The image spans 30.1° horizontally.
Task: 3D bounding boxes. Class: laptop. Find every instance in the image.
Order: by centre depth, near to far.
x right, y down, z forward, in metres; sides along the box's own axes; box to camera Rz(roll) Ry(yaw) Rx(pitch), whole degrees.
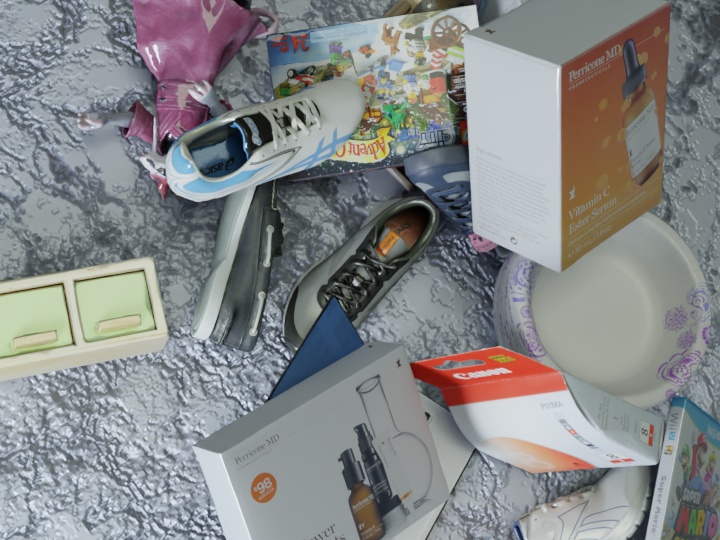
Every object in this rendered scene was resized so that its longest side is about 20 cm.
[{"bbox_3d":[0.000,0.163,1.178,0.199,0.116,0.188,33,71,-4],"label":"laptop"}]

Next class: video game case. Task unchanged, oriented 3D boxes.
[{"bbox_3d":[0.308,0.235,1.243,0.143,0.018,0.201,33,65,-45],"label":"video game case"}]

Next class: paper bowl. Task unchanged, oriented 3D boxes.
[{"bbox_3d":[0.222,0.042,1.271,0.199,0.104,0.202,4,74,-13],"label":"paper bowl"}]

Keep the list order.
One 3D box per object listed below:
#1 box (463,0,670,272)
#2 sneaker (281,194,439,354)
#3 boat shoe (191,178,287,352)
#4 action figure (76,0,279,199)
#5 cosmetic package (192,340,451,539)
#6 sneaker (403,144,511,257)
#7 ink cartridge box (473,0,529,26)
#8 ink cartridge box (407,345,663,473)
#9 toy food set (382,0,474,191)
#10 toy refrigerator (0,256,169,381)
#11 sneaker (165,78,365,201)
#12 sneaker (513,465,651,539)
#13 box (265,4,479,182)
[{"bbox_3d":[0.181,-0.129,1.163,0.152,0.201,0.106,-32,42,-31],"label":"box"},{"bbox_3d":[0.000,0.000,1.241,0.074,0.079,0.200,42,71,-2],"label":"sneaker"},{"bbox_3d":[-0.101,-0.022,1.228,0.060,0.076,0.201,21,73,-17],"label":"boat shoe"},{"bbox_3d":[-0.168,-0.166,1.250,0.133,0.149,0.202,7,91,22],"label":"action figure"},{"bbox_3d":[-0.027,0.169,1.122,0.199,0.052,0.152,-29,107,-32],"label":"cosmetic package"},{"bbox_3d":[0.107,-0.063,1.238,0.200,0.070,0.083,13,69,-56],"label":"sneaker"},{"bbox_3d":[0.185,-0.283,1.295,0.147,0.086,0.201,-6,77,-26],"label":"ink cartridge box"},{"bbox_3d":[0.140,0.126,1.165,0.199,0.162,0.051,22,68,-32],"label":"ink cartridge box"},{"bbox_3d":[0.059,-0.192,1.315,0.143,0.060,0.200,44,71,0],"label":"toy food set"},{"bbox_3d":[-0.273,0.046,1.166,0.199,0.070,0.076,-10,78,-17],"label":"toy refrigerator"},{"bbox_3d":[-0.078,-0.119,1.181,0.199,0.072,0.072,-26,84,-20],"label":"sneaker"},{"bbox_3d":[0.194,0.239,1.232,0.087,0.075,0.200,42,70,5],"label":"sneaker"},{"bbox_3d":[0.019,-0.164,1.249,0.198,0.038,0.138,-9,91,1],"label":"box"}]
